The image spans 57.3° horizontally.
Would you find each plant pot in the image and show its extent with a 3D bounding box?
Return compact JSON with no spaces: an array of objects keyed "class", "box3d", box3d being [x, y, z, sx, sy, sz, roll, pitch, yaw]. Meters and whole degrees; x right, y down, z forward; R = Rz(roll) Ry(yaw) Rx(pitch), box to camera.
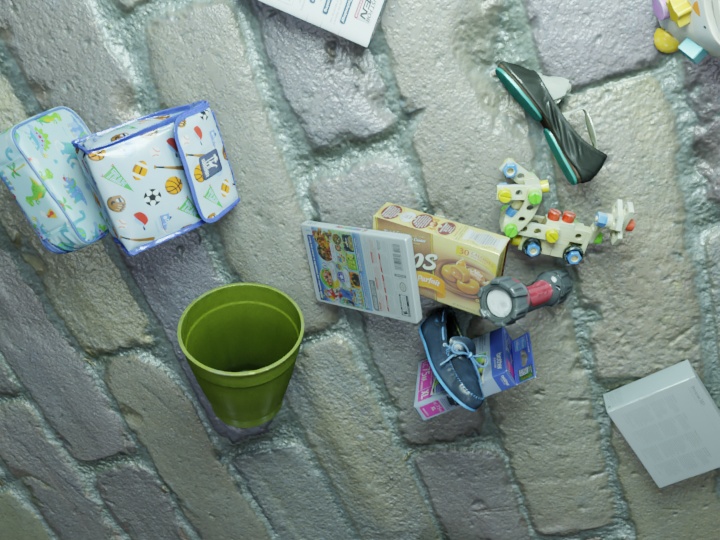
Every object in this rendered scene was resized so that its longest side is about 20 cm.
[{"class":"plant pot","box3d":[-0.195,0.160,1.115,0.199,0.201,0.194,9,132,5]}]

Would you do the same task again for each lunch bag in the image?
[{"class":"lunch bag","box3d":[-0.445,-0.136,0.999,0.082,0.161,0.201,-18,113,25]},{"class":"lunch bag","box3d":[-0.287,-0.141,0.968,0.199,0.124,0.171,-26,120,-24]}]

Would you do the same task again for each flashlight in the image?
[{"class":"flashlight","box3d":[0.246,0.031,0.954,0.068,0.200,0.068,-8,93,43]}]

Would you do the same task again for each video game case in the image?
[{"class":"video game case","box3d":[0.000,0.000,1.026,0.199,0.018,0.144,11,123,35]}]

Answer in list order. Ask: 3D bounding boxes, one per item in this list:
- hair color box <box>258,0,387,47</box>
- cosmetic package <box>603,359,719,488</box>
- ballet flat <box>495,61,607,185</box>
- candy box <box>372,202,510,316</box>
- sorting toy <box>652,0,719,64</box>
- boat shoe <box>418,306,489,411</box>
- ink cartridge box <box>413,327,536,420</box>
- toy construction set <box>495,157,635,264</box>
[{"class":"hair color box","box3d":[-0.061,-0.378,0.849,0.199,0.061,0.100,23,121,-3]},{"class":"cosmetic package","box3d":[0.528,0.262,1.113,0.150,0.052,0.200,-29,110,25]},{"class":"ballet flat","box3d":[0.261,-0.210,0.885,0.068,0.068,0.200,-36,100,7]},{"class":"candy box","box3d":[0.113,-0.017,0.988,0.199,0.055,0.116,19,127,22]},{"class":"sorting toy","box3d":[0.394,-0.308,0.740,0.106,0.180,0.201,-18,114,19]},{"class":"boat shoe","box3d":[0.143,0.125,1.019,0.084,0.200,0.069,30,112,-37]},{"class":"ink cartridge box","box3d":[0.183,0.162,1.077,0.199,0.119,0.042,-24,114,22]},{"class":"toy construction set","box3d":[0.284,-0.077,0.948,0.199,0.092,0.132,18,121,12]}]
